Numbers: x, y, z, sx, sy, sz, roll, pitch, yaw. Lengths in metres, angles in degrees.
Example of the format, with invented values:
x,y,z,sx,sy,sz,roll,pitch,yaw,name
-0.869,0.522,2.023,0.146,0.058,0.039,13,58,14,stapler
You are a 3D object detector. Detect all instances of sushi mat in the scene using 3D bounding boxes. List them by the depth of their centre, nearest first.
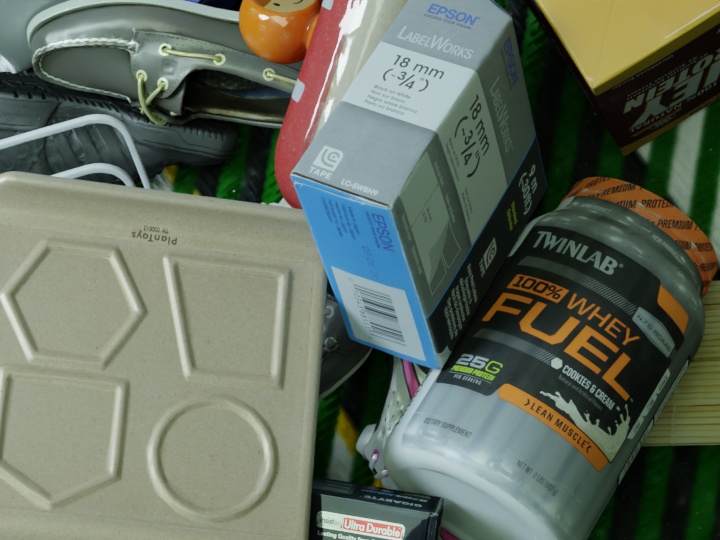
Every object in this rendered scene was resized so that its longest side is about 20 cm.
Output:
x,y,z,sx,sy,sz,roll,pitch,yaw,name
0.216,0.052,1.220,0.199,0.012,0.096,-5,77,37,sushi mat

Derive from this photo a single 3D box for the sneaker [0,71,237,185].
x,y,z,sx,sy,sz,roll,pitch,yaw,name
-0.183,-0.062,1.337,0.199,0.060,0.105,10,112,-8,sneaker

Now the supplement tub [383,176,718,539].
x,y,z,sx,sy,sz,roll,pitch,yaw,name
0.110,0.054,1.182,0.122,0.123,0.200,28,69,13,supplement tub

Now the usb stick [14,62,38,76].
x,y,z,sx,sy,sz,roll,pitch,yaw,name
-0.131,-0.168,1.354,0.200,0.033,0.056,-34,71,6,usb stick

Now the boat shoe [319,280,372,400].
x,y,z,sx,sy,sz,roll,pitch,yaw,name
0.000,0.000,1.263,0.200,0.057,0.067,-44,51,-16,boat shoe

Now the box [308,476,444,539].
x,y,z,sx,sy,sz,roll,pitch,yaw,name
-0.063,0.186,1.142,0.199,0.046,0.160,9,95,7,box

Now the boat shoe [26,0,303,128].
x,y,z,sx,sy,sz,roll,pitch,yaw,name
-0.104,-0.121,1.289,0.201,0.072,0.061,4,60,-1,boat shoe

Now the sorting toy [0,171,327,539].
x,y,z,sx,sy,sz,roll,pitch,yaw,name
-0.113,0.058,1.102,0.184,0.036,0.201,7,75,-9,sorting toy

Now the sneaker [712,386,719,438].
x,y,z,sx,sy,sz,roll,pitch,yaw,name
0.277,0.027,1.223,0.200,0.079,0.074,-44,80,5,sneaker

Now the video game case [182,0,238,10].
x,y,z,sx,sy,sz,roll,pitch,yaw,name
-0.082,-0.273,1.253,0.200,0.045,0.182,-35,76,48,video game case

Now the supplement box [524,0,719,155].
x,y,z,sx,sy,sz,roll,pitch,yaw,name
0.147,-0.196,1.213,0.133,0.200,0.198,-32,78,6,supplement box

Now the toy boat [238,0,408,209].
x,y,z,sx,sy,sz,roll,pitch,yaw,name
-0.011,-0.132,1.212,0.130,0.130,0.201,24,102,24,toy boat

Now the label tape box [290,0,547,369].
x,y,z,sx,sy,sz,roll,pitch,yaw,name
0.050,-0.072,1.140,0.063,0.144,0.200,18,60,26,label tape box

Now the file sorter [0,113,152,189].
x,y,z,sx,sy,sz,roll,pitch,yaw,name
-0.176,0.025,1.234,0.138,0.125,0.200,-16,40,3,file sorter

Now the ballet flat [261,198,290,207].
x,y,z,sx,sy,sz,roll,pitch,yaw,name
-0.026,-0.036,1.311,0.200,0.067,0.062,-49,49,-1,ballet flat

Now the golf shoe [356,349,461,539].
x,y,z,sx,sy,sz,roll,pitch,yaw,name
0.046,0.120,1.266,0.092,0.073,0.201,-7,73,15,golf shoe

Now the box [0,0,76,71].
x,y,z,sx,sy,sz,roll,pitch,yaw,name
-0.220,-0.239,1.279,0.106,0.200,0.153,-25,65,8,box
